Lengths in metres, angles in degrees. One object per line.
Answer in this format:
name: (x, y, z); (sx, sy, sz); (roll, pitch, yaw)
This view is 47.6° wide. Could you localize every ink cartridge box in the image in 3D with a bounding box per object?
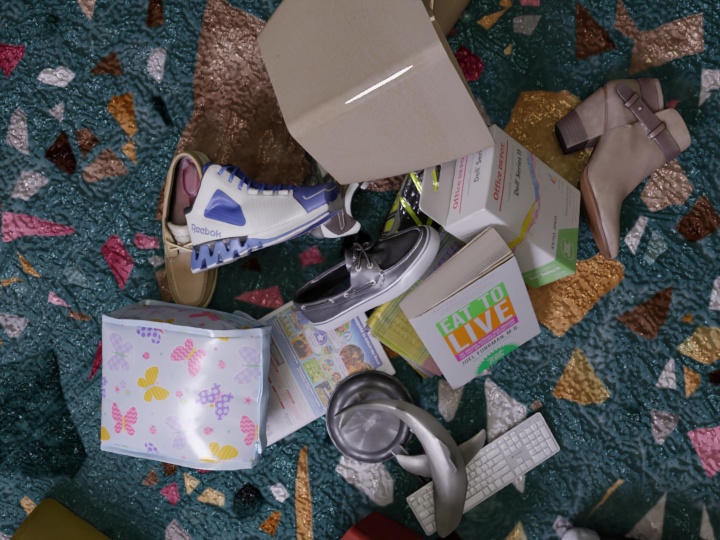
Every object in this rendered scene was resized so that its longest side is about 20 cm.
ink cartridge box: (0.163, -0.080, 0.930); (0.198, 0.067, 0.119); (29, 58, -30)

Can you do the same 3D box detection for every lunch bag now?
lunch bag: (-0.198, 0.135, 0.970); (0.196, 0.127, 0.174); (5, 100, 18)

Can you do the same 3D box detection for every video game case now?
video game case: (-0.073, 0.114, 1.033); (0.197, 0.018, 0.145); (-29, 87, 3)

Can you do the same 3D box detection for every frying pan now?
frying pan: (0.026, 0.219, 1.013); (0.113, 0.031, 0.194); (-21, 91, 2)

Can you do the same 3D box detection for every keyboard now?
keyboard: (0.152, 0.252, 1.012); (0.198, 0.011, 0.057); (-32, 91, -2)

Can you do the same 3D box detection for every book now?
book: (0.129, 0.053, 0.938); (0.132, 0.200, 0.048); (-35, 55, 1)

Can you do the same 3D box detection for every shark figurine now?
shark figurine: (0.075, 0.204, 0.957); (0.128, 0.089, 0.215); (-44, 98, -2)

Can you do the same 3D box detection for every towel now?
towel: (0.103, 0.027, 0.986); (0.143, 0.023, 0.201); (35, 93, -35)

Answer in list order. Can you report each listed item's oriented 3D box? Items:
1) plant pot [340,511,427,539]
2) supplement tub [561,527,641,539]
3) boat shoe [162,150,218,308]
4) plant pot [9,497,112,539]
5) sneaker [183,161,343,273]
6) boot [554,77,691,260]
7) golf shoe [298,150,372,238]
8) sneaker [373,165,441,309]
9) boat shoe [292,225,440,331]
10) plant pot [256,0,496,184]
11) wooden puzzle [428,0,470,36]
plant pot: (0.023, 0.398, 0.946); (0.176, 0.200, 0.200); (42, 92, 16)
supplement tub: (0.332, 0.380, 0.953); (0.195, 0.123, 0.126); (10, 90, 4)
boat shoe: (-0.218, -0.050, 1.019); (0.072, 0.066, 0.205); (-3, 89, 3)
plant pot: (-0.381, 0.428, 0.967); (0.198, 0.176, 0.202); (32, 91, 4)
sneaker: (-0.129, -0.081, 0.948); (0.196, 0.081, 0.117); (-20, 93, 14)
boot: (0.328, -0.132, 0.988); (0.143, 0.070, 0.204); (-19, 88, 1)
golf shoe: (-0.028, -0.141, 1.012); (0.092, 0.078, 0.205); (6, 97, -5)
sneaker: (0.061, -0.041, 1.004); (0.074, 0.077, 0.203); (25, 109, -2)
boat shoe: (0.000, 0.000, 0.946); (0.198, 0.071, 0.066); (-31, 130, 30)
plant pot: (0.008, -0.209, 0.863); (0.175, 0.200, 0.203); (-27, 64, 14)
wooden puzzle: (0.059, -0.377, 0.977); (0.199, 0.046, 0.187); (37, 84, -33)
